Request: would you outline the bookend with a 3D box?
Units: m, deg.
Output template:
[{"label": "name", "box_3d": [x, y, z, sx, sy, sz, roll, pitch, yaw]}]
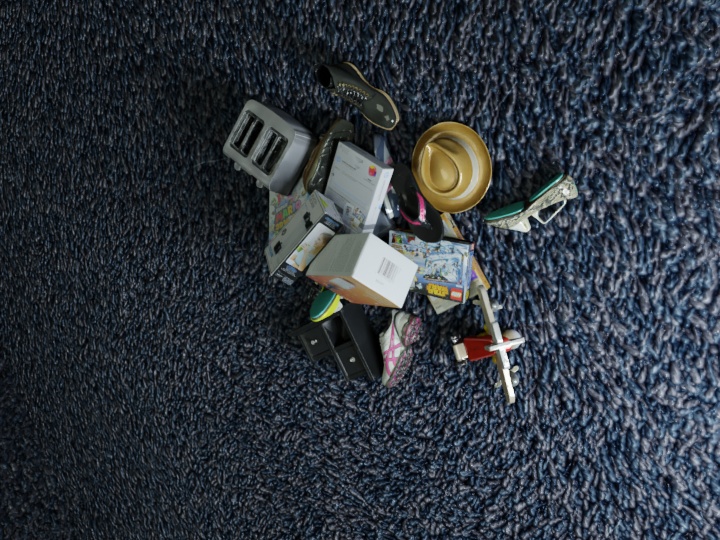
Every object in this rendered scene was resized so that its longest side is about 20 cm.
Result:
[{"label": "bookend", "box_3d": [-0.058, 0.207, 1.529, 0.199, 0.092, 0.200, -26, 89, 34]}]

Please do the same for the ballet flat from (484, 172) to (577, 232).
[{"label": "ballet flat", "box_3d": [0.357, -0.124, 1.212, 0.199, 0.068, 0.075, -30, 102, 31]}]

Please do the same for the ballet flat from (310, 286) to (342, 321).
[{"label": "ballet flat", "box_3d": [-0.067, 0.060, 1.434, 0.066, 0.201, 0.067, -16, 129, 29]}]

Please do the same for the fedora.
[{"label": "fedora", "box_3d": [0.185, -0.222, 1.266, 0.199, 0.082, 0.202, 6, 101, 30]}]

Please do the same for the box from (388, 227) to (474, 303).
[{"label": "box", "box_3d": [0.156, -0.014, 1.334, 0.199, 0.040, 0.138, 14, 111, 30]}]

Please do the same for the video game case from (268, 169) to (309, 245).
[{"label": "video game case", "box_3d": [-0.180, -0.148, 1.492, 0.143, 0.018, 0.201, -20, 62, 34]}]

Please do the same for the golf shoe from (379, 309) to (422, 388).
[{"label": "golf shoe", "box_3d": [0.086, 0.193, 1.456, 0.092, 0.072, 0.201, 24, 105, 30]}]

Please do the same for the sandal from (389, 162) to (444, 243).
[{"label": "sandal", "box_3d": [0.114, -0.145, 1.284, 0.075, 0.045, 0.201, -34, 80, 31]}]

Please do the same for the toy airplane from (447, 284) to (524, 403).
[{"label": "toy airplane", "box_3d": [0.298, 0.158, 1.275, 0.199, 0.140, 0.201, 52, 144, 46]}]

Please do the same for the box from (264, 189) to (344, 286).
[{"label": "box", "box_3d": [-0.134, -0.077, 1.358, 0.200, 0.060, 0.117, -46, 35, 17]}]

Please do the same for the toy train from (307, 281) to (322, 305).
[{"label": "toy train", "box_3d": [-0.098, 0.006, 1.536, 0.046, 0.034, 0.201, 39, 119, 29]}]

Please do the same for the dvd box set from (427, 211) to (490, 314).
[{"label": "dvd box set", "box_3d": [0.191, -0.016, 1.355, 0.146, 0.029, 0.201, -32, 87, 34]}]

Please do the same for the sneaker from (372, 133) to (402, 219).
[{"label": "sneaker", "box_3d": [0.078, -0.225, 1.359, 0.081, 0.070, 0.201, -12, 92, 3]}]

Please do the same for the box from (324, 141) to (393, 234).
[{"label": "box", "box_3d": [-0.016, -0.178, 1.366, 0.156, 0.041, 0.201, 38, 124, 34]}]

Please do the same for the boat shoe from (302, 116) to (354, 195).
[{"label": "boat shoe", "box_3d": [-0.089, -0.281, 1.420, 0.074, 0.075, 0.201, 41, 105, 48]}]

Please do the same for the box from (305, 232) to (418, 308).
[{"label": "box", "box_3d": [0.000, 0.000, 1.308, 0.200, 0.152, 0.107, 0, 63, 56]}]

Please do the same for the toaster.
[{"label": "toaster", "box_3d": [-0.219, -0.311, 1.454, 0.181, 0.119, 0.201, 39, 107, 18]}]

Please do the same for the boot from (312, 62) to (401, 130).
[{"label": "boot", "box_3d": [-0.012, -0.389, 1.313, 0.200, 0.138, 0.078, 44, 121, 13]}]

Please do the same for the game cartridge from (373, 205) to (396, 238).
[{"label": "game cartridge", "box_3d": [-0.010, -0.158, 1.437, 0.133, 0.040, 0.201, -33, 85, 37]}]
